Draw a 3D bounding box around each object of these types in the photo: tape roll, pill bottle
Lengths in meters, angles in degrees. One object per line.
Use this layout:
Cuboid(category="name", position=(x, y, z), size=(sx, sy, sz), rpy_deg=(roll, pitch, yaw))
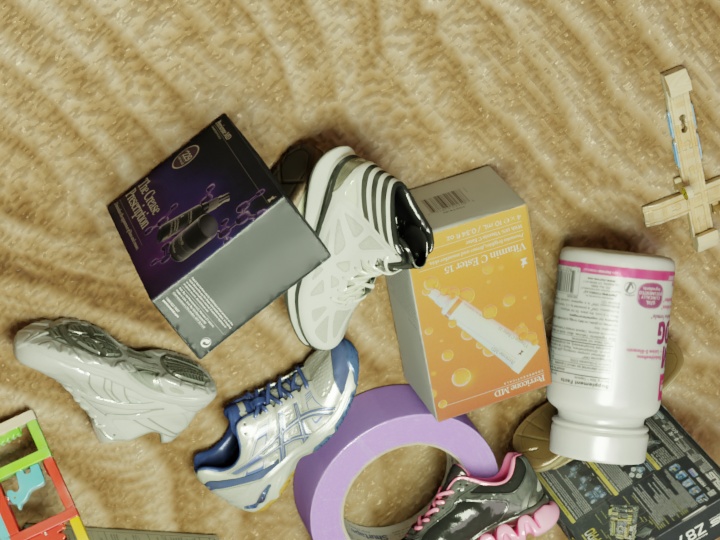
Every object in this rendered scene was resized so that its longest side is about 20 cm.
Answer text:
Cuboid(category="tape roll", position=(0.036, 0.217, 1.787), size=(0.199, 0.066, 0.201), rpy_deg=(-8, 116, -17))
Cuboid(category="pill bottle", position=(0.240, 0.081, 1.734), size=(0.113, 0.113, 0.201), rpy_deg=(4, 94, -22))

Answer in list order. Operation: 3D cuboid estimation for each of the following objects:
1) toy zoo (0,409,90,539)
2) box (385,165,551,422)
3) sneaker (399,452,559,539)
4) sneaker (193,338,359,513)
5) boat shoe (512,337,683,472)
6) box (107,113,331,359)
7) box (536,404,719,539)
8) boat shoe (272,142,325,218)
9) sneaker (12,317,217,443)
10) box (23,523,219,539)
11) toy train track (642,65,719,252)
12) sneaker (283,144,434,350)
Cuboid(category="toy zoo", position=(-0.318, 0.245, 1.626), size=(0.131, 0.020, 0.201), rpy_deg=(-25, 80, -7))
Cuboid(category="box", position=(0.098, 0.022, 1.696), size=(0.124, 0.098, 0.201), rpy_deg=(-18, 119, -11))
Cuboid(category="sneaker", position=(0.091, 0.240, 1.750), size=(0.199, 0.079, 0.096), rpy_deg=(-22, 98, -9))
Cuboid(category="sneaker", position=(-0.081, 0.141, 1.702), size=(0.088, 0.075, 0.200), rpy_deg=(30, 101, -29))
Cuboid(category="boat shoe", position=(0.243, 0.136, 1.829), size=(0.199, 0.071, 0.065), rpy_deg=(-33, 158, 0))
Cuboid(category="box", position=(-0.126, -0.034, 1.528), size=(0.141, 0.200, 0.079), rpy_deg=(-36, 121, -1))
Cuboid(category="box", position=(0.274, 0.222, 1.795), size=(0.161, 0.200, 0.049), rpy_deg=(-29, 120, -5))
Cuboid(category="boat shoe", position=(-0.076, -0.017, 1.635), size=(0.076, 0.072, 0.200), rpy_deg=(30, 102, -41))
Cuboid(category="sneaker", position=(-0.234, 0.113, 1.634), size=(0.199, 0.078, 0.100), rpy_deg=(22, 109, -26))
Cuboid(category="box", position=(-0.228, 0.304, 1.717), size=(0.199, 0.095, 0.078), rpy_deg=(7, 112, -21))
Cuboid(category="toy train track", position=(0.329, -0.104, 1.756), size=(0.114, 0.033, 0.201), rpy_deg=(-22, 119, -9))
Cuboid(category="sneaker", position=(0.000, 0.000, 1.592), size=(0.075, 0.115, 0.202), rpy_deg=(-21, 130, -43))
